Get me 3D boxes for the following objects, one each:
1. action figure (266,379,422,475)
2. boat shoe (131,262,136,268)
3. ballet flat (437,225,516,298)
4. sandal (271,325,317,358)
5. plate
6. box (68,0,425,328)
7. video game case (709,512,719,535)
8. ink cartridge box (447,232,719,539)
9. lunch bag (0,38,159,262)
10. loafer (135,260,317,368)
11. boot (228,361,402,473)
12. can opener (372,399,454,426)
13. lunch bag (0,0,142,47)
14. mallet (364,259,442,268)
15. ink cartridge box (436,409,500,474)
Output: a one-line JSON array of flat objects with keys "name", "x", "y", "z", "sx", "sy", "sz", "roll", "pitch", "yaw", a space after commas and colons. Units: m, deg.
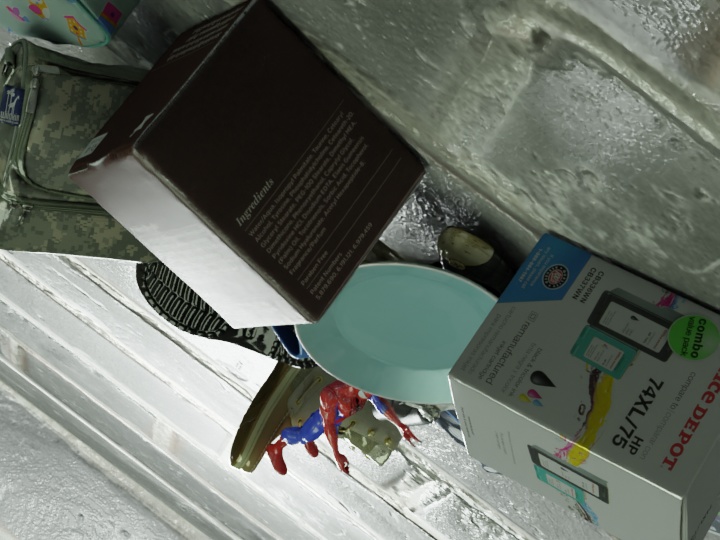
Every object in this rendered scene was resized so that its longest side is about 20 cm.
[{"name": "action figure", "x": -0.016, "y": 0.162, "z": 1.479, "sx": 0.099, "sy": 0.065, "sz": 0.200, "roll": 54, "pitch": 146, "yaw": 12}, {"name": "boat shoe", "x": -0.233, "y": -0.037, "z": 1.735, "sx": 0.200, "sy": 0.073, "sz": 0.067, "roll": 44, "pitch": -170, "yaw": -33}, {"name": "ballet flat", "x": 0.105, "y": 0.031, "z": 1.313, "sx": 0.066, "sy": 0.057, "sz": 0.201, "roll": 22, "pitch": 155, "yaw": 33}, {"name": "sandal", "x": -0.040, "y": 0.046, "z": 1.379, "sx": 0.199, "sy": 0.087, "sz": 0.079, "roll": 32, "pitch": 146, "yaw": -10}, {"name": "plate", "x": 0.043, "y": 0.048, "z": 1.304, "sx": 0.198, "sy": 0.026, "sz": 0.201, "roll": 8, "pitch": 144, "yaw": 6}, {"name": "box", "x": -0.091, "y": -0.079, "z": 1.240, "sx": 0.200, "sy": 0.165, "sz": 0.166, "roll": 44, "pitch": 159, "yaw": -19}, {"name": "video game case", "x": 0.275, "y": 0.177, "z": 1.400, "sx": 0.199, "sy": 0.023, "sz": 0.182, "roll": 15, "pitch": 150, "yaw": 46}, {"name": "ink cartridge box", "x": 0.194, "y": 0.101, "z": 1.186, "sx": 0.199, "sy": 0.147, "sz": 0.146, "roll": 26, "pitch": 157, "yaw": 25}, {"name": "lunch bag", "x": -0.236, "y": -0.111, "z": 1.342, "sx": 0.198, "sy": 0.168, "sz": 0.140, "roll": 7, "pitch": -139, "yaw": -32}, {"name": "loafer", "x": -0.117, "y": 0.028, "z": 1.457, "sx": 0.199, "sy": 0.072, "sz": 0.073, "roll": 27, "pitch": 120, "yaw": -7}, {"name": "boot", "x": -0.036, "y": 0.162, "z": 1.633, "sx": 0.154, "sy": 0.201, "sz": 0.072, "roll": 39, "pitch": 148, "yaw": -10}, {"name": "can opener", "x": 0.055, "y": 0.118, "z": 1.491, "sx": 0.052, "sy": 0.067, "sz": 0.200, "roll": 17, "pitch": 166, "yaw": -7}, {"name": "lunch bag", "x": -0.271, "y": -0.265, "z": 1.262, "sx": 0.199, "sy": 0.077, "sz": 0.161, "roll": 16, "pitch": 150, "yaw": 45}, {"name": "mallet", "x": 0.000, "y": 0.000, "z": 1.393, "sx": 0.198, "sy": 0.041, "sz": 0.066, "roll": 17, "pitch": 154, "yaw": 16}, {"name": "ink cartridge box", "x": 0.103, "y": 0.137, "z": 1.578, "sx": 0.200, "sy": 0.039, "sz": 0.099, "roll": 46, "pitch": 159, "yaw": -20}]
